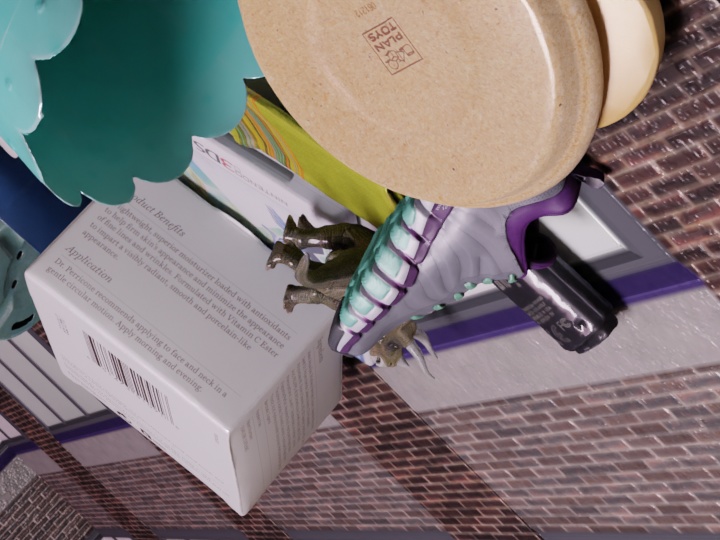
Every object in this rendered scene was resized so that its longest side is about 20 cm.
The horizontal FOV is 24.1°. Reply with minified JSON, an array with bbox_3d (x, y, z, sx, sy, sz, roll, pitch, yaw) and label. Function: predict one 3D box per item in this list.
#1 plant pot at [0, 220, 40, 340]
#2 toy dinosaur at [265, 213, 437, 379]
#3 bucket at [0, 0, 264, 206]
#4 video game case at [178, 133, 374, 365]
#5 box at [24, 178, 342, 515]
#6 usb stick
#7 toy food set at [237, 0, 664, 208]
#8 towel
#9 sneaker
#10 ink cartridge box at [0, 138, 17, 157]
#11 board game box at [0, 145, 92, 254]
[{"bbox_3d":[-0.375,-0.042,1.540,0.196,0.200,0.200,26,156,19],"label":"plant pot"},{"bbox_3d":[0.000,0.000,1.055,0.102,0.077,0.200,10,162,9],"label":"toy dinosaur"},{"bbox_3d":[-0.132,-0.149,0.852,0.135,0.207,0.207,40,160,20],"label":"bucket"},{"bbox_3d":[-0.067,-0.029,1.219,0.182,0.022,0.200,33,158,25],"label":"video game case"},{"bbox_3d":[-0.126,0.052,1.269,0.199,0.131,0.200,36,160,15],"label":"box"},{"bbox_3d":[0.064,-0.029,0.963,0.200,0.033,0.055,43,157,-1],"label":"usb stick"},{"bbox_3d":[0.026,-0.115,0.766,0.198,0.049,0.200,42,143,-2],"label":"toy food set"},{"bbox_3d":[-0.032,-0.068,1.027,0.200,0.018,0.086,35,171,40],"label":"towel"},{"bbox_3d":[0.051,-0.002,0.911,0.087,0.075,0.200,29,137,-4],"label":"sneaker"},{"bbox_3d":[-0.249,-0.160,1.220,0.117,0.067,0.200,49,159,-8],"label":"ink cartridge box"},{"bbox_3d":[-0.273,-0.061,1.357,0.200,0.039,0.158,42,-155,-7],"label":"board game box"}]
